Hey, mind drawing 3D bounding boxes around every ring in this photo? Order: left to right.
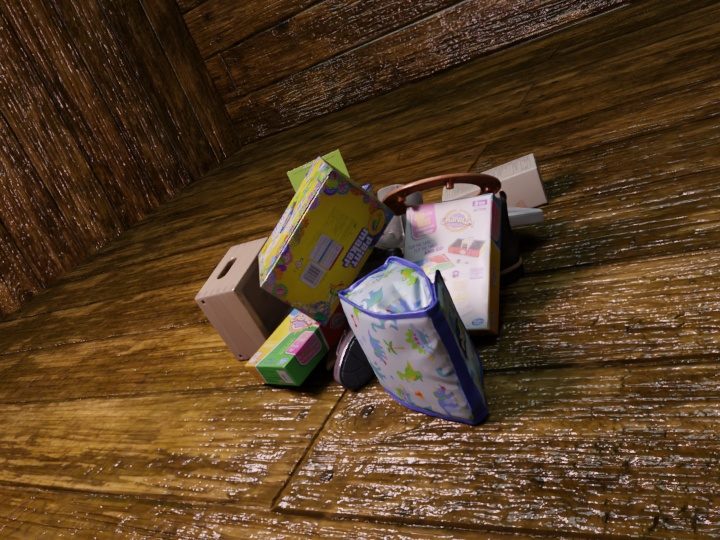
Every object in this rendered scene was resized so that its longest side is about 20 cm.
[{"bbox_3d":[0.132,-0.116,1.085,0.194,0.020,0.201,-7,-11,-1],"label":"ring"}]

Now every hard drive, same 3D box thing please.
[{"bbox_3d":[0.200,-0.085,1.170,0.194,0.028,0.132,-8,10,-17],"label":"hard drive"}]

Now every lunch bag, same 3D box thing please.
[{"bbox_3d":[0.078,0.091,0.867,0.126,0.173,0.199,-33,21,-12],"label":"lunch bag"}]

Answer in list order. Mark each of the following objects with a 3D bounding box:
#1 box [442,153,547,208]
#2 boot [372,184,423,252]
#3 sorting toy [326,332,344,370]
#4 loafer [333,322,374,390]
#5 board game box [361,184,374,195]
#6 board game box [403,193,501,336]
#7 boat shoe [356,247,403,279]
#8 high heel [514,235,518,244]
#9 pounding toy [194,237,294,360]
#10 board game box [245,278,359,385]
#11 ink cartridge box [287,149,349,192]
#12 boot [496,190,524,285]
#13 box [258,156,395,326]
[{"bbox_3d":[0.267,-0.152,1.342,0.195,0.079,0.096,-18,22,19],"label":"box"},{"bbox_3d":[0.050,-0.091,1.307,0.176,0.073,0.204,8,51,-15],"label":"boot"},{"bbox_3d":[0.031,0.080,1.137,0.195,0.037,0.186,-22,22,11],"label":"sorting toy"},{"bbox_3d":[0.012,0.092,1.043,0.062,0.072,0.203,-5,51,57],"label":"loafer"},{"bbox_3d":[-0.005,-0.057,1.334,0.044,0.155,0.201,-12,24,31],"label":"board game box"},{"bbox_3d":[0.136,-0.005,1.013,0.149,0.040,0.206,-5,73,33],"label":"board game box"},{"bbox_3d":[0.000,0.000,1.207,0.196,0.071,0.067,-10,61,42],"label":"boat shoe"},{"bbox_3d":[0.173,-0.030,1.171,0.195,0.073,0.143,-19,14,-8],"label":"high heel"},{"bbox_3d":[-0.208,0.055,1.303,0.139,0.187,0.202,-12,33,30],"label":"pounding toy"},{"bbox_3d":[-0.088,0.103,1.125,0.201,0.041,0.151,-50,21,-29],"label":"board game box"},{"bbox_3d":[-0.077,-0.154,1.575,0.144,0.204,0.076,-20,21,12],"label":"ink cartridge box"},{"bbox_3d":[0.158,-0.032,1.073,0.195,0.142,0.077,-22,22,-13],"label":"boot"},{"bbox_3d":[-0.063,-0.055,1.065,0.203,0.120,0.193,-57,16,8],"label":"box"}]
